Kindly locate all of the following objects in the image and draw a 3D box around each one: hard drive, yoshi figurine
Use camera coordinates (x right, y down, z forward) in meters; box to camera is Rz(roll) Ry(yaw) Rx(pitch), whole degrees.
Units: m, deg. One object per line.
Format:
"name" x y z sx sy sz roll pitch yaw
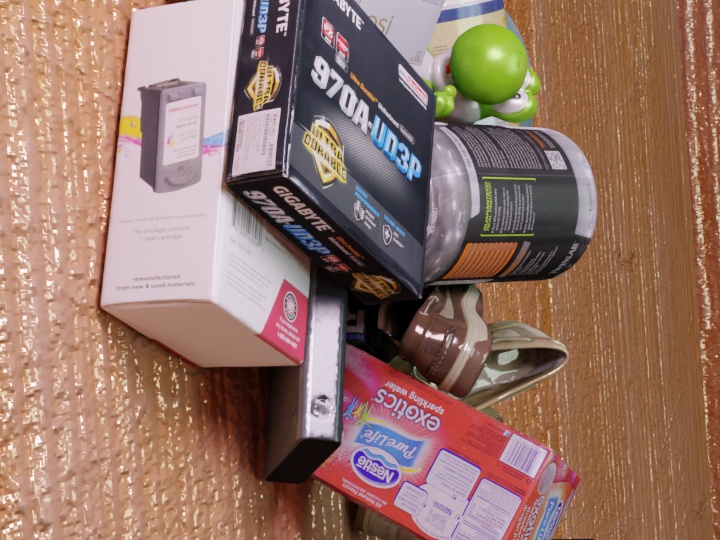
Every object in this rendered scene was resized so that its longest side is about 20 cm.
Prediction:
"hard drive" -0.037 0.037 1.148 0.140 0.032 0.203 126 -31 -67
"yoshi figurine" 0.046 -0.164 1.252 0.112 0.197 0.114 -90 -171 -73

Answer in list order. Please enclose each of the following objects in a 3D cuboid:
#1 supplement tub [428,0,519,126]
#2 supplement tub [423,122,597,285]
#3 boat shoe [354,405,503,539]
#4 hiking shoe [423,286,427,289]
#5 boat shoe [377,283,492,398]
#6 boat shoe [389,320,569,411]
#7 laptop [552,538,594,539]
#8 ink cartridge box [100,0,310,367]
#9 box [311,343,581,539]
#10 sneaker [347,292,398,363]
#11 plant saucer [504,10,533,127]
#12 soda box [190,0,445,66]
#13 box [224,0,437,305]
"supplement tub" 0.062 -0.145 1.389 0.144 0.143 0.203 -37 121 -66
"supplement tub" 0.077 -0.051 1.243 0.198 0.122 0.124 -1 87 -42
"boat shoe" 0.073 0.179 1.396 0.200 0.066 0.075 -36 145 -45
"hiking shoe" 0.059 0.054 1.440 0.101 0.075 0.203 17 71 -72
"boat shoe" 0.052 0.036 1.250 0.075 0.074 0.202 -64 -173 5
"boat shoe" 0.086 0.094 1.381 0.199 0.063 0.074 -15 106 -32
"laptop" 0.084 0.238 1.333 0.200 0.175 0.105 -53 135 -59
"ink cartridge box" -0.091 -0.051 1.046 0.148 0.085 0.203 42 47 -62
"box" 0.049 0.144 1.199 0.100 0.199 0.095 -60 152 -8
"sneaker" 0.000 0.000 1.296 0.201 0.072 0.113 67 27 -44
"plant saucer" 0.109 -0.173 1.494 0.200 0.036 0.203 167 -90 -68
"soda box" -0.033 -0.197 1.121 0.199 0.068 0.064 7 111 -45
"box" -0.014 -0.088 1.054 0.200 0.045 0.161 42 48 -54
